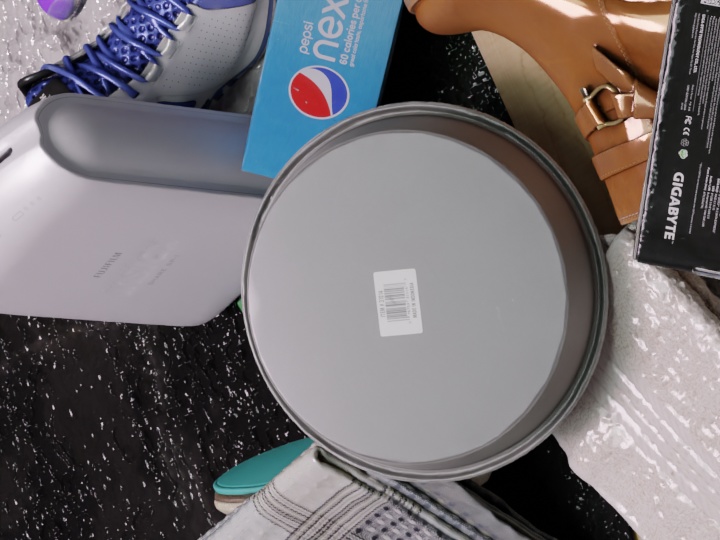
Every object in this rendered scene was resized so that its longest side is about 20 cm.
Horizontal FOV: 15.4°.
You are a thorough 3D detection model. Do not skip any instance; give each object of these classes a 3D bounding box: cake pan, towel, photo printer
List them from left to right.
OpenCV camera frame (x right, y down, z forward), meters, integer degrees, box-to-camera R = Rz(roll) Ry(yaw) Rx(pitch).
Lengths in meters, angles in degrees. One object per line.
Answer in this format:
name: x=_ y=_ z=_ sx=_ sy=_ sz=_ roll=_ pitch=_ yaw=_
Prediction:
photo printer: x=-0.143 y=-0.033 z=1.529 sx=0.166 sy=0.200 sz=0.070 roll=-43 pitch=52 yaw=44
towel: x=0.018 y=0.175 z=1.492 sx=0.192 sy=0.035 sz=0.200 roll=36 pitch=134 yaw=-12
cake pan: x=0.027 y=0.013 z=1.375 sx=0.200 sy=0.037 sz=0.201 roll=2 pitch=96 yaw=17
towel: x=0.171 y=0.081 z=1.376 sx=0.200 sy=0.034 sz=0.133 roll=46 pitch=131 yaw=16

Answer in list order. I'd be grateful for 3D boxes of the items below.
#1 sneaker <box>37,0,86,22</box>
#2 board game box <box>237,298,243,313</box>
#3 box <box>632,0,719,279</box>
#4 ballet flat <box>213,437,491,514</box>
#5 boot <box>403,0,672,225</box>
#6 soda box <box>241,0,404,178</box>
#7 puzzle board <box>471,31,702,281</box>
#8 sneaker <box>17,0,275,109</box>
sneaker: x=-0.197 y=-0.238 z=1.546 sx=0.070 sy=0.099 sz=0.201 roll=131 pitch=141 yaw=-58
board game box: x=0.022 y=0.020 z=1.515 sx=0.200 sy=0.029 sz=0.135 roll=-45 pitch=70 yaw=41
box: x=0.220 y=-0.086 z=1.237 sx=0.159 sy=0.049 sz=0.200 roll=10 pitch=112 yaw=10
ballet flat: x=-0.007 y=0.123 z=1.511 sx=0.200 sy=0.067 sz=0.062 roll=-22 pitch=102 yaw=44
boot: x=0.114 y=-0.098 z=1.343 sx=0.200 sy=0.074 sz=0.155 roll=-10 pitch=99 yaw=46
soda box: x=-0.011 y=-0.143 z=1.441 sx=0.068 sy=0.064 sz=0.200 roll=14 pitch=125 yaw=1
puzzle board: x=0.142 y=-0.090 z=1.378 sx=0.151 sy=0.017 sz=0.200 roll=-30 pitch=82 yaw=43
sneaker: x=-0.132 y=-0.117 z=1.559 sx=0.081 sy=0.115 sz=0.200 roll=45 pitch=129 yaw=23
